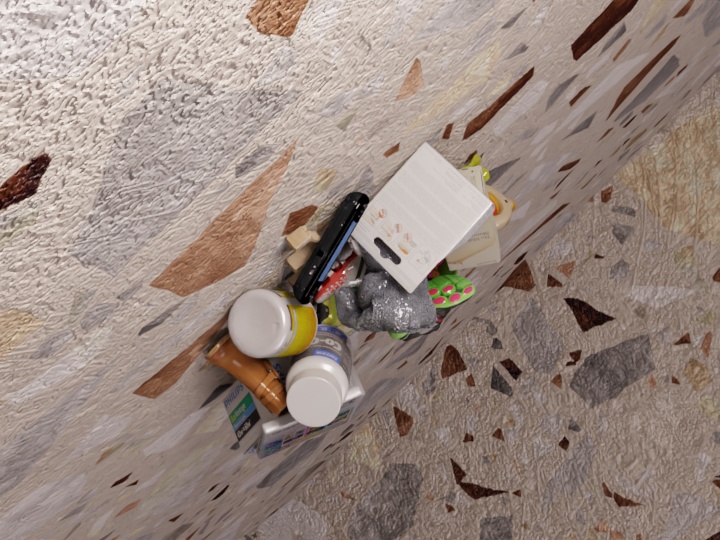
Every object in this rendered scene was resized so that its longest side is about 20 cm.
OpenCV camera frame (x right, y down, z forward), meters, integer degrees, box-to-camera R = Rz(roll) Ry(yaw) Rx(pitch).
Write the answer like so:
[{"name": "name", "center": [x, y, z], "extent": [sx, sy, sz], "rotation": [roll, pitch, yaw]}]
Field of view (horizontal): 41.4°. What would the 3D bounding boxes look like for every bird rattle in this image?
[{"name": "bird rattle", "center": [0.212, -0.134, 1.818], "extent": [0.200, 0.161, 0.114], "rotation": [-38, 152, -55]}]

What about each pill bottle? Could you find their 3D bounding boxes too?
[{"name": "pill bottle", "center": [-0.073, 0.186, 1.689], "extent": [0.114, 0.114, 0.201], "rotation": [-45, -168, 17]}, {"name": "pill bottle", "center": [-0.138, 0.090, 1.599], "extent": [0.109, 0.110, 0.200], "rotation": [-43, 166, 9]}]

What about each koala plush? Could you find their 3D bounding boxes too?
[{"name": "koala plush", "center": [0.052, -0.003, 1.639], "extent": [0.174, 0.204, 0.184], "rotation": [-5, -173, -16]}]

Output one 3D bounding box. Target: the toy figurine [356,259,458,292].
[{"name": "toy figurine", "center": [0.081, 0.019, 1.946], "extent": [0.182, 0.152, 0.199], "rotation": [-13, 164, -45]}]

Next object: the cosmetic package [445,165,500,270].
[{"name": "cosmetic package", "center": [0.184, -0.089, 1.688], "extent": [0.102, 0.074, 0.201], "rotation": [-11, 145, 12]}]

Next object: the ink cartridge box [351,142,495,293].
[{"name": "ink cartridge box", "center": [0.100, -0.085, 1.576], "extent": [0.200, 0.160, 0.047], "rotation": [-47, 163, 3]}]

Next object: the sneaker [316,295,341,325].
[{"name": "sneaker", "center": [-0.034, 0.071, 1.841], "extent": [0.088, 0.080, 0.200], "rotation": [2, -178, 10]}]

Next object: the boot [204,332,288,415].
[{"name": "boot", "center": [-0.185, 0.184, 1.662], "extent": [0.073, 0.155, 0.200], "rotation": [-41, 167, 6]}]

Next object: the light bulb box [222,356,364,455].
[{"name": "light bulb box", "center": [-0.134, 0.250, 1.883], "extent": [0.197, 0.126, 0.199], "rotation": [-6, 150, -40]}]

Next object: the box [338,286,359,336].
[{"name": "box", "center": [-0.023, 0.098, 2.090], "extent": [0.117, 0.049, 0.200], "rotation": [-41, 168, 1]}]

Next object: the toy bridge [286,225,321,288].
[{"name": "toy bridge", "center": [-0.089, -0.025, 1.557], "extent": [0.067, 0.027, 0.201], "rotation": [-39, 165, -16]}]

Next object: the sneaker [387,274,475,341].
[{"name": "sneaker", "center": [0.144, 0.077, 1.931], "extent": [0.198, 0.078, 0.084], "rotation": [-30, 148, 11]}]

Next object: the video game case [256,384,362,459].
[{"name": "video game case", "center": [-0.100, 0.288, 1.798], "extent": [0.197, 0.024, 0.183], "rotation": [-20, 160, -18]}]

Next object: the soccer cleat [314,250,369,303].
[{"name": "soccer cleat", "center": [0.000, 0.000, 1.737], "extent": [0.200, 0.085, 0.069], "rotation": [-44, -170, 1]}]

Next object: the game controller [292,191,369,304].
[{"name": "game controller", "center": [-0.043, -0.035, 1.526], "extent": [0.202, 0.042, 0.104], "rotation": [-59, 167, 1]}]
